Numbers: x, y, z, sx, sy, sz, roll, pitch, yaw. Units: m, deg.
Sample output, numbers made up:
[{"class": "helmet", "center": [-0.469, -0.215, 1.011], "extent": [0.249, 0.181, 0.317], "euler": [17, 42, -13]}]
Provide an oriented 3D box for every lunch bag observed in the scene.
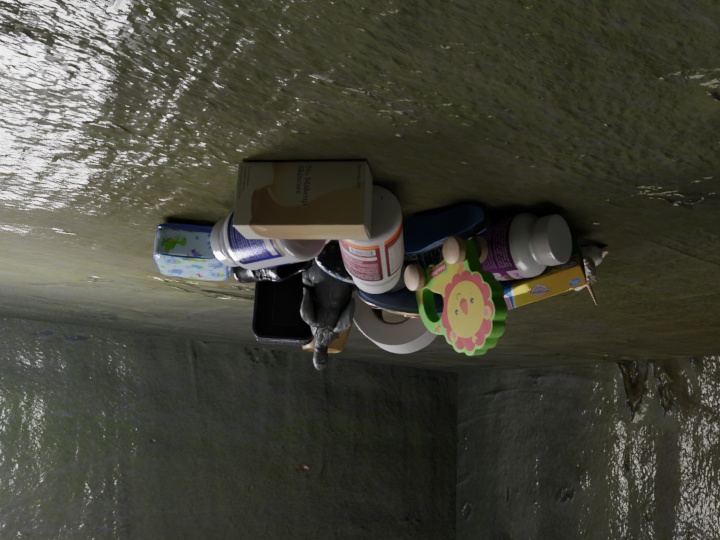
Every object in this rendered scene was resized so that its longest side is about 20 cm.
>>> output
[{"class": "lunch bag", "center": [-0.338, -0.036, 1.383], "extent": [0.159, 0.084, 0.200], "euler": [6, 166, -9]}]

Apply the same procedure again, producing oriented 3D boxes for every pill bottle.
[{"class": "pill bottle", "center": [0.261, -0.039, 1.176], "extent": [0.112, 0.114, 0.199], "euler": [15, 162, -41]}, {"class": "pill bottle", "center": [-0.164, -0.064, 1.152], "extent": [0.199, 0.121, 0.119], "euler": [-9, 162, 41]}, {"class": "pill bottle", "center": [0.019, -0.045, 1.126], "extent": [0.108, 0.111, 0.201], "euler": [1, 153, 6]}]

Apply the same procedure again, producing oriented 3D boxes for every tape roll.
[{"class": "tape roll", "center": [0.085, 0.078, 1.508], "extent": [0.200, 0.205, 0.139], "euler": [0, 166, 12]}]

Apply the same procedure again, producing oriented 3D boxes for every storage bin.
[{"class": "storage bin", "center": [-0.161, 0.056, 1.463], "extent": [0.133, 0.203, 0.094], "euler": [4, 166, -5]}]

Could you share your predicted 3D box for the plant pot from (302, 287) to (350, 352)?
[{"class": "plant pot", "center": [-0.086, 0.090, 1.599], "extent": [0.184, 0.203, 0.187], "euler": [4, 167, 1]}]

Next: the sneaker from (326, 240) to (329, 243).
[{"class": "sneaker", "center": [-0.110, -0.072, 1.252], "extent": [0.081, 0.078, 0.199], "euler": [-11, -175, -44]}]

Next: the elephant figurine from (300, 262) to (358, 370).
[{"class": "elephant figurine", "center": [-0.060, 0.079, 1.347], "extent": [0.140, 0.202, 0.155], "euler": [-9, 148, 36]}]

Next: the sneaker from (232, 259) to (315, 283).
[{"class": "sneaker", "center": [-0.179, -0.013, 1.349], "extent": [0.198, 0.088, 0.076], "euler": [-19, 114, 19]}]

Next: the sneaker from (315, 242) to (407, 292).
[{"class": "sneaker", "center": [0.000, 0.000, 1.269], "extent": [0.198, 0.073, 0.072], "euler": [16, 158, -24]}]

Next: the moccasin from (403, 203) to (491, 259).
[{"class": "moccasin", "center": [0.140, -0.060, 1.185], "extent": [0.199, 0.082, 0.068], "euler": [-8, 163, 41]}]

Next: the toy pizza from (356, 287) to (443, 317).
[{"class": "toy pizza", "center": [0.090, 0.057, 1.312], "extent": [0.198, 0.032, 0.200], "euler": [5, -164, -2]}]

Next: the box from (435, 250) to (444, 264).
[{"class": "box", "center": [0.255, -0.008, 1.371], "extent": [0.197, 0.083, 0.049], "euler": [4, 169, -1]}]

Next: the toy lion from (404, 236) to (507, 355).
[{"class": "toy lion", "center": [0.165, 0.052, 1.131], "extent": [0.068, 0.194, 0.200], "euler": [0, 159, -30]}]

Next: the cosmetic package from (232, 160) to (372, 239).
[{"class": "cosmetic package", "center": [-0.083, -0.104, 1.006], "extent": [0.197, 0.107, 0.071], "euler": [-1, 166, 9]}]

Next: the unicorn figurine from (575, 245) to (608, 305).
[{"class": "unicorn figurine", "center": [0.415, -0.005, 1.293], "extent": [0.137, 0.074, 0.200], "euler": [-21, -164, 49]}]

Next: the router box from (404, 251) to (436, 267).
[{"class": "router box", "center": [0.073, -0.031, 1.359], "extent": [0.147, 0.052, 0.200], "euler": [0, 162, 12]}]

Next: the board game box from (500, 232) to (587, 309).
[{"class": "board game box", "center": [0.307, 0.009, 1.230], "extent": [0.198, 0.041, 0.153], "euler": [-21, -162, 22]}]
